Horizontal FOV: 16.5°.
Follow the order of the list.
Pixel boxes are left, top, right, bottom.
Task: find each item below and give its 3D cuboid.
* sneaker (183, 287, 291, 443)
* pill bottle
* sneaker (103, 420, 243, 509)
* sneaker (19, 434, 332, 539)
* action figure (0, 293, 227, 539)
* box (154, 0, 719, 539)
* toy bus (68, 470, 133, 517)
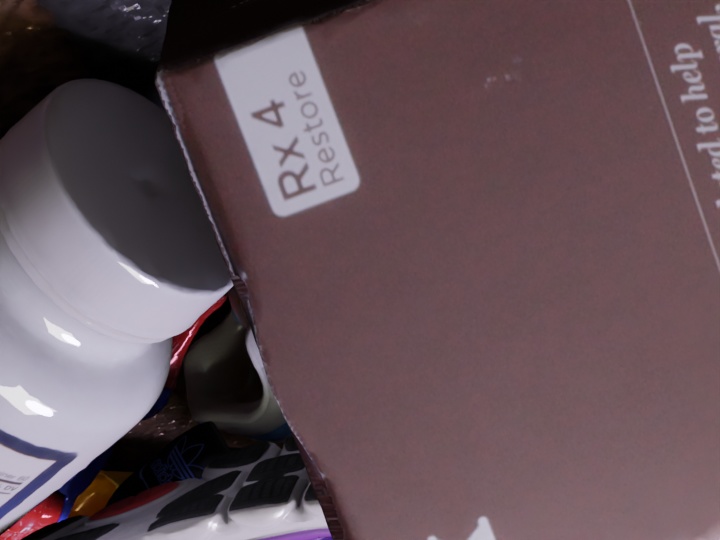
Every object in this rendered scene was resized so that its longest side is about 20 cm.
[{"bbox_3d":[0.000,0.000,0.878,0.081,0.077,0.200,2,141,-25],"label":"sneaker"},{"bbox_3d":[-0.133,0.028,0.809,0.200,0.111,0.111,-39,144,29],"label":"pill bottle"},{"bbox_3d":[-0.020,0.114,0.944,0.078,0.070,0.200,-47,143,14],"label":"sneaker"},{"bbox_3d":[-0.047,0.110,0.824,0.200,0.084,0.081,-21,-170,20],"label":"sneaker"},{"bbox_3d":[-0.129,0.063,0.929,0.065,0.099,0.200,13,114,-38],"label":"action figure"},{"bbox_3d":[0.048,-0.024,0.692,0.164,0.166,0.200,-20,-166,1],"label":"box"},{"bbox_3d":[-0.053,0.191,1.042,0.192,0.200,0.136,5,145,-47],"label":"toy bus"}]
